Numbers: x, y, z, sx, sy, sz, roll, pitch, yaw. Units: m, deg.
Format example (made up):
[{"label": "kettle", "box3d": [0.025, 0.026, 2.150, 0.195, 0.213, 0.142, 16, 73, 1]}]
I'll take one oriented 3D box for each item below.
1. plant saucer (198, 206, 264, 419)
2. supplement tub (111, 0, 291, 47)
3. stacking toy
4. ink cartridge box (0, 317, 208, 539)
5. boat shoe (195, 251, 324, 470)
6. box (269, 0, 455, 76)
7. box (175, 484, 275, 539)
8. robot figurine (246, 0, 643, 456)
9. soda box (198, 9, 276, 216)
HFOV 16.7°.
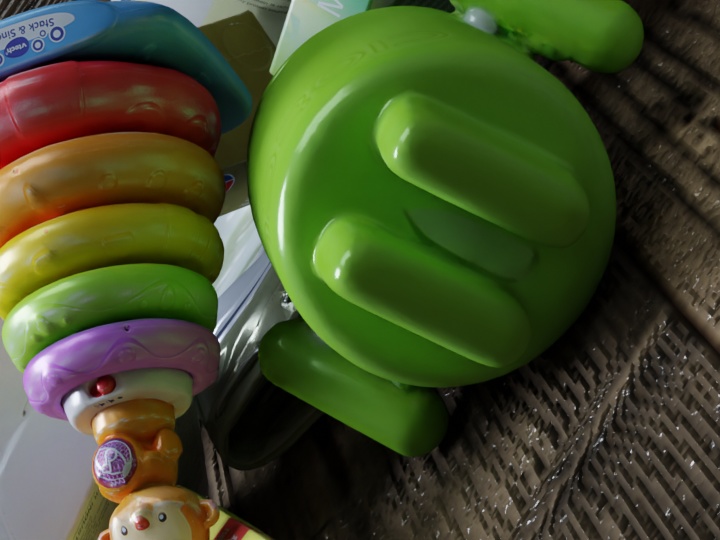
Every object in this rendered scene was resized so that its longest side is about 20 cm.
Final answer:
[{"label": "plant saucer", "box3d": [-0.053, 0.007, 1.153, 0.200, 0.050, 0.200, -51, 15, 19]}, {"label": "supplement tub", "box3d": [-0.029, -0.184, 1.100, 0.145, 0.144, 0.200, -64, 6, -30]}, {"label": "stacking toy", "box3d": [-0.087, 0.016, 0.861, 0.115, 0.110, 0.201, -18, 68, 12]}, {"label": "ink cartridge box", "box3d": [-0.121, 0.104, 0.982, 0.200, 0.076, 0.137, 85, -155, -58]}, {"label": "boat shoe", "box3d": [0.000, 0.000, 0.989, 0.200, 0.072, 0.062, -53, 38, 26]}, {"label": "box", "box3d": [0.037, -0.173, 0.936, 0.144, 0.036, 0.201, -42, -23, -49]}, {"label": "box", "box3d": [-0.042, 0.126, 0.841, 0.076, 0.050, 0.200, -58, 13, -5]}, {"label": "robot figurine", "box3d": [0.020, -0.029, 0.850, 0.200, 0.115, 0.176, -124, 57, -76]}, {"label": "soda box", "box3d": [-0.110, -0.045, 1.027, 0.200, 0.068, 0.064, -24, -14, -45]}]
